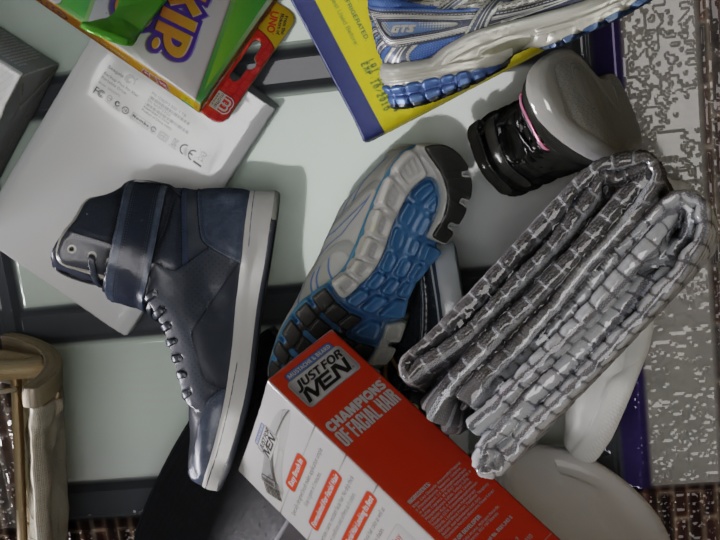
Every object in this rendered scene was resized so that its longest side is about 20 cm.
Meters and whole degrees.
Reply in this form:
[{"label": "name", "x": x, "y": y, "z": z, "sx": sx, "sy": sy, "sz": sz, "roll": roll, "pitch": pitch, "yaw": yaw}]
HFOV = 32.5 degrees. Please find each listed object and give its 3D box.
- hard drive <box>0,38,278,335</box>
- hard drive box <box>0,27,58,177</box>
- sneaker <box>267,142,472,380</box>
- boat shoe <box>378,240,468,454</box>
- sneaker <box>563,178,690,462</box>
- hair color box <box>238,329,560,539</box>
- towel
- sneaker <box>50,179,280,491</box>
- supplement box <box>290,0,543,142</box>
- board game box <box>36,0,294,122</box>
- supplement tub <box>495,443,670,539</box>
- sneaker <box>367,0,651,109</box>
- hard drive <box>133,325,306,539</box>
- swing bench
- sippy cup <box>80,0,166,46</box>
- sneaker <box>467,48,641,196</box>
[{"label": "hard drive", "x": -0.166, "y": -0.071, "z": 0.873, "sx": 0.131, "sy": 0.026, "sz": 0.201, "roll": 35, "pitch": 106, "yaw": -3}, {"label": "hard drive box", "x": -0.337, "y": -0.127, "z": 0.853, "sx": 0.199, "sy": 0.077, "sz": 0.156, "roll": 32, "pitch": 105, "yaw": -2}, {"label": "sneaker", "x": 0.000, "y": 0.000, "z": 0.839, "sx": 0.075, "sy": 0.087, "sz": 0.201, "roll": 33, "pitch": 93, "yaw": -23}, {"label": "boat shoe", "x": 0.031, "y": 0.079, "z": 0.866, "sx": 0.090, "sy": 0.071, "sz": 0.202, "roll": -2, "pitch": 107, "yaw": 3}, {"label": "sneaker", "x": 0.157, "y": 0.027, "z": 0.845, "sx": 0.088, "sy": 0.075, "sz": 0.202, "roll": 16, "pitch": 96, "yaw": 7}, {"label": "hair color box", "x": 0.023, "y": 0.145, "z": 0.743, "sx": 0.200, "sy": 0.064, "sz": 0.111, "roll": 41, "pitch": 142, "yaw": 16}, {"label": "towel", "x": 0.121, "y": 0.023, "z": 0.736, "sx": 0.086, "sy": 0.166, "sz": 0.200, "roll": 44, "pitch": 99, "yaw": 13}, {"label": "sneaker", "x": -0.136, "y": 0.038, "z": 0.822, "sx": 0.145, "sy": 0.077, "sz": 0.204, "roll": 7, "pitch": 77, "yaw": -6}, {"label": "supplement box", "x": 0.070, "y": -0.180, "z": 0.775, "sx": 0.199, "sy": 0.110, "sz": 0.109, "roll": -26, "pitch": 101, "yaw": 13}, {"label": "board game box", "x": -0.148, "y": -0.191, "z": 0.822, "sx": 0.199, "sy": 0.030, "sz": 0.096, "roll": 35, "pitch": 81, "yaw": -6}, {"label": "supplement tub", "x": 0.110, "y": 0.236, "z": 0.854, "sx": 0.144, "sy": 0.145, "sz": 0.201, "roll": 26, "pitch": 117, "yaw": -1}, {"label": "sneaker", "x": 0.092, "y": -0.162, "z": 0.682, "sx": 0.199, "sy": 0.077, "sz": 0.086, "roll": -22, "pitch": 97, "yaw": 11}, {"label": "hard drive", "x": -0.083, "y": 0.155, "z": 0.885, "sx": 0.135, "sy": 0.042, "sz": 0.201, "roll": 42, "pitch": 110, "yaw": 30}, {"label": "swing bench", "x": -0.303, "y": 0.154, "z": 0.900, "sx": 0.198, "sy": 0.130, "sz": 0.201, "roll": 2, "pitch": 105, "yaw": 0}, {"label": "sippy cup", "x": -0.124, "y": -0.229, "z": 0.724, "sx": 0.139, "sy": 0.130, "sz": 0.179, "roll": -11, "pitch": 111, "yaw": 17}, {"label": "sneaker", "x": 0.108, "y": -0.081, "z": 0.759, "sx": 0.099, "sy": 0.200, "sz": 0.071, "roll": -23, "pitch": 86, "yaw": 22}]
